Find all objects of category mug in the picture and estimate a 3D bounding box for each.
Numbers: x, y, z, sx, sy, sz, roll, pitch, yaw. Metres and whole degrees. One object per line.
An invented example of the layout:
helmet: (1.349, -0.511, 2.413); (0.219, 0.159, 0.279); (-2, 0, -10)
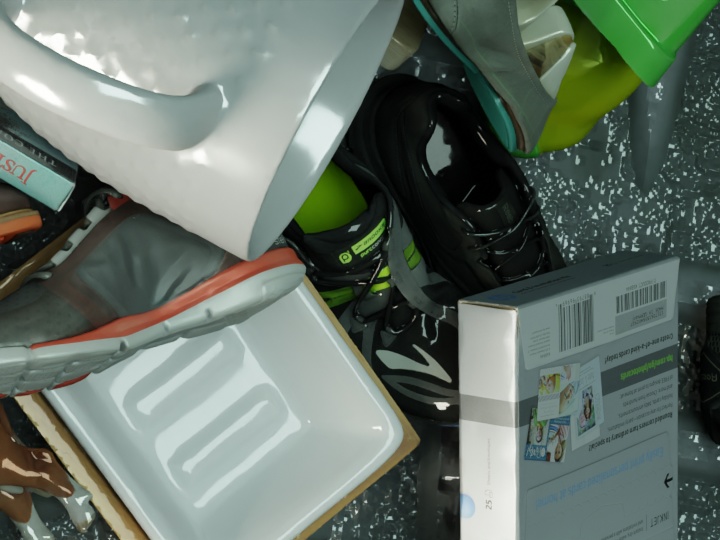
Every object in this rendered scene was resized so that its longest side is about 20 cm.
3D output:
mug: (-0.097, -0.102, 1.207); (0.175, 0.200, 0.148); (29, 112, 6)

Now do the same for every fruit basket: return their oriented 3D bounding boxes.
fruit basket: (0.116, -0.162, 1.430); (0.216, 0.216, 0.156); (-44, 103, -15)

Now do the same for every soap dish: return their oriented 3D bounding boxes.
soap dish: (-0.089, 0.056, 1.385); (0.157, 0.081, 0.200); (-39, 102, -16)

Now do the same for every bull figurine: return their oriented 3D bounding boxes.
bull figurine: (-0.224, 0.150, 1.333); (0.121, 0.065, 0.200); (35, 86, -12)

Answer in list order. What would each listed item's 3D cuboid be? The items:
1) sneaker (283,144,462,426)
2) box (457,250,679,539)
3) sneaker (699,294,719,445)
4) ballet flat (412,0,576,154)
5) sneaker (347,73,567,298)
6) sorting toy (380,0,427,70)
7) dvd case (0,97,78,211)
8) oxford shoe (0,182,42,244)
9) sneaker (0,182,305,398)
sneaker: (0.000, -0.001, 1.401); (0.071, 0.083, 0.200); (-36, 89, 1)
box: (0.111, 0.101, 1.418); (0.156, 0.041, 0.201); (-16, 108, -50)
sneaker: (0.279, 0.085, 1.522); (0.199, 0.076, 0.115); (11, 87, -16)
ballet flat: (0.074, -0.113, 1.320); (0.064, 0.200, 0.068); (-29, 66, 5)
sneaker: (0.067, -0.014, 1.438); (0.076, 0.091, 0.200); (-40, 104, -17)
sorting toy: (-0.047, -0.205, 1.366); (0.200, 0.070, 0.199); (39, 38, -15)
dvd case: (-0.192, -0.116, 1.303); (0.146, 0.200, 0.022); (32, 116, -16)
oxford shoe: (-0.241, -0.039, 1.218); (0.199, 0.071, 0.073); (1, 82, -20)
sneaker: (-0.124, 0.003, 1.296); (0.200, 0.077, 0.082); (-18, 83, -34)
